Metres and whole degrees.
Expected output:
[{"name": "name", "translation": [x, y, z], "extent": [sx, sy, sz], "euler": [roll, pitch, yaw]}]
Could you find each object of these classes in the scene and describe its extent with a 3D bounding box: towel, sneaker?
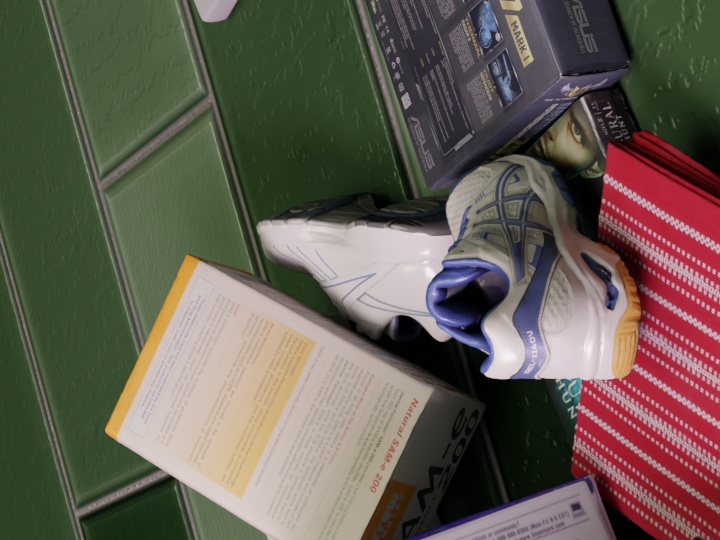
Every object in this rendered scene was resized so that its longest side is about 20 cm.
[{"name": "towel", "translation": [0.163, 0.045, 1.222], "extent": [0.145, 0.022, 0.201], "euler": [37, 130, 48]}, {"name": "sneaker", "translation": [0.000, 0.000, 1.497], "extent": [0.200, 0.074, 0.088], "euler": [9, 114, 59]}, {"name": "sneaker", "translation": [0.070, -0.006, 1.266], "extent": [0.200, 0.088, 0.076], "euler": [-128, 36, -62]}]

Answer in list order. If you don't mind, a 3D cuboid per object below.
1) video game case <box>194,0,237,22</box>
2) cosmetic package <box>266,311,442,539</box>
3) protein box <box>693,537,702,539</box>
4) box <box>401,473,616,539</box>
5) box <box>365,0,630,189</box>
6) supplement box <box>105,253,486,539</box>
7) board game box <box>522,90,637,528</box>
[{"name": "video game case", "translation": [-0.101, -0.294, 1.609], "extent": [0.182, 0.023, 0.201], "euler": [-50, 57, 54]}, {"name": "cosmetic package", "translation": [-0.016, 0.140, 1.573], "extent": [0.201, 0.071, 0.102], "euler": [65, 148, 23]}, {"name": "protein box", "translation": [0.188, 0.270, 1.121], "extent": [0.200, 0.135, 0.199], "euler": [35, 154, 50]}, {"name": "box", "translation": [0.043, 0.205, 1.334], "extent": [0.200, 0.183, 0.105], "euler": [112, 139, -71]}, {"name": "box", "translation": [0.060, -0.166, 1.348], "extent": [0.158, 0.051, 0.201], "euler": [-41, 64, 58]}, {"name": "supplement box", "translation": [-0.041, 0.089, 1.489], "extent": [0.199, 0.073, 0.127], "euler": [29, 95, 31]}, {"name": "board game box", "translation": [0.134, 0.022, 1.312], "extent": [0.135, 0.028, 0.201], "euler": [-47, 61, 56]}]
